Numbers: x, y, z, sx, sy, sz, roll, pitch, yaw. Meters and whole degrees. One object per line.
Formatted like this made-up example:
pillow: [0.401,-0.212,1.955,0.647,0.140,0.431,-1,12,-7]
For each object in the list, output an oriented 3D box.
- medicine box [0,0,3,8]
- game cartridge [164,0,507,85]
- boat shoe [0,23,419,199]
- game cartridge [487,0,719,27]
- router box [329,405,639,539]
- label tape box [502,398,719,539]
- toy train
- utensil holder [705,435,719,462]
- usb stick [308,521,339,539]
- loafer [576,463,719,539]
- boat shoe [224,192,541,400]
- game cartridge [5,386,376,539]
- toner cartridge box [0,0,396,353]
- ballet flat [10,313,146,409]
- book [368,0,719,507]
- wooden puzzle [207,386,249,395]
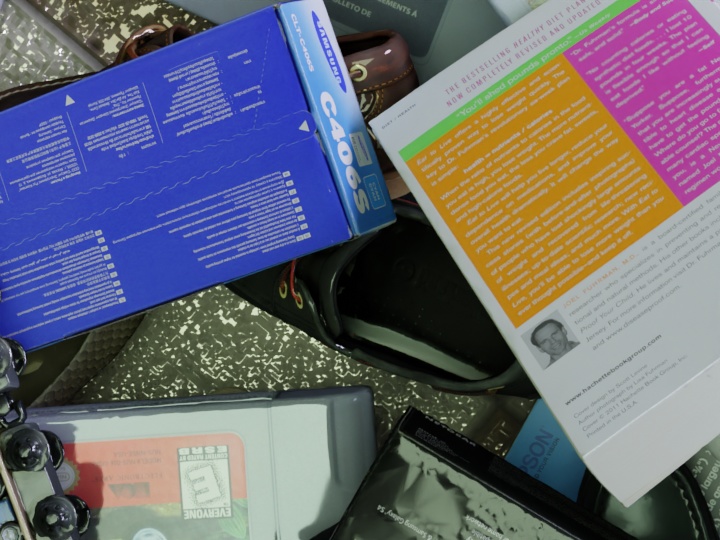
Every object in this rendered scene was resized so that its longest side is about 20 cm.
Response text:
medicine box: [-0.227,-0.220,1.097,0.199,0.103,0.183,20,98,5]
game cartridge: [-0.017,-0.155,1.089,0.199,0.041,0.134,25,120,5]
boat shoe: [-0.069,-0.071,1.090,0.199,0.071,0.071,-1,123,16]
game cartridge: [0.116,-0.126,1.027,0.133,0.042,0.200,-38,93,12]
router box: [0.065,0.166,0.979,0.199,0.051,0.150,31,101,3]
label tape box: [0.173,0.077,1.090,0.199,0.063,0.145,30,98,5]
toy train: [-0.158,0.031,1.029,0.046,0.034,0.201,-23,85,4]
utensil holder: [0.219,0.006,0.968,0.170,0.170,0.200,44,86,2]
usb stick: [0.035,0.189,1.042,0.055,0.033,0.201,-29,100,-12]
loafer: [0.122,0.167,1.034,0.068,0.070,0.202,-6,92,-1]
boat shoe: [0.001,-0.003,1.081,0.201,0.063,0.074,22,97,29]
game cartridge: [-0.089,0.120,1.071,0.199,0.041,0.134,-5,98,2]
toner cartridge box: [-0.092,-0.031,1.044,0.199,0.043,0.095,-18,93,25]
ballet flat: [-0.148,0.036,1.122,0.067,0.046,0.200,34,89,28]
book: [0.098,-0.027,0.931,0.133,0.200,0.048,-37,129,6]
wooden puzzle: [-0.087,0.175,1.146,0.199,0.046,0.186,-31,91,5]
